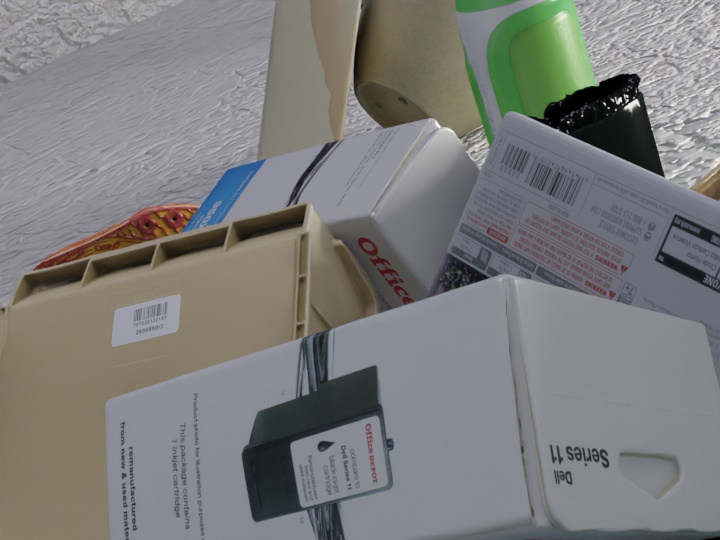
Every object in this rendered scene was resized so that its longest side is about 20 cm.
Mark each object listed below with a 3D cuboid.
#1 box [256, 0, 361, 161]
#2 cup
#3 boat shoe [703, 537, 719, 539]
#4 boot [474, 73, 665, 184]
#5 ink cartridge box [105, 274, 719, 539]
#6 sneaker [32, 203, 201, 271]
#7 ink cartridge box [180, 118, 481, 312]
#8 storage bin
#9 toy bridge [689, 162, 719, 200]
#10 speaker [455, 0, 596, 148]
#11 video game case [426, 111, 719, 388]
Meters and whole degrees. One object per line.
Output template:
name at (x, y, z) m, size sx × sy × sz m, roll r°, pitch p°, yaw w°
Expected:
box at (-0.048, -0.174, 1.288) m, size 0.077 × 0.202 × 0.095 m, roll 8°, pitch 23°, yaw -2°
cup at (0.071, -0.206, 1.325) m, size 0.200 × 0.200 × 0.144 m, roll 11°, pitch 62°, yaw 54°
boat shoe at (0.068, 0.154, 0.564) m, size 0.198 × 0.071 × 0.071 m, roll -18°, pitch 22°, yaw 10°
boot at (0.168, -0.033, 0.797) m, size 0.197 × 0.164 × 0.073 m, roll -28°, pitch 14°, yaw -23°
ink cartridge box at (0.021, 0.073, 0.522) m, size 0.199 × 0.084 × 0.146 m, roll -18°, pitch -20°, yaw 37°
sneaker at (-0.205, -0.019, 1.249) m, size 0.198 × 0.074 × 0.077 m, roll -14°, pitch 11°, yaw 8°
ink cartridge box at (0.000, 0.000, 0.847) m, size 0.199 × 0.145 × 0.085 m, roll -9°, pitch 39°, yaw 49°
storage bin at (-0.098, 0.085, 0.727) m, size 0.198 × 0.094 × 0.200 m, roll -13°, pitch 53°, yaw 20°
toy bridge at (0.299, -0.077, 0.984) m, size 0.199 × 0.027 × 0.067 m, roll -24°, pitch 18°, yaw -10°
speaker at (0.131, -0.123, 1.004) m, size 0.088 × 0.202 × 0.089 m, roll -17°, pitch 20°, yaw 7°
video game case at (0.101, 0.037, 0.660) m, size 0.023 × 0.183 × 0.200 m, roll 16°, pitch 11°, yaw -39°
